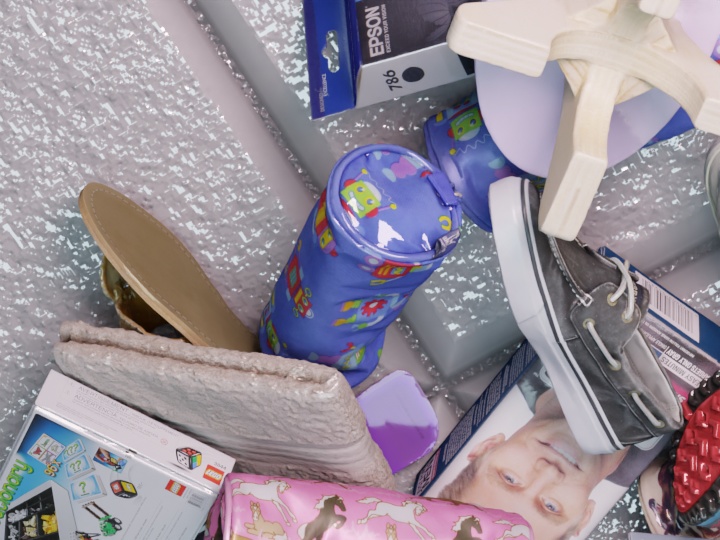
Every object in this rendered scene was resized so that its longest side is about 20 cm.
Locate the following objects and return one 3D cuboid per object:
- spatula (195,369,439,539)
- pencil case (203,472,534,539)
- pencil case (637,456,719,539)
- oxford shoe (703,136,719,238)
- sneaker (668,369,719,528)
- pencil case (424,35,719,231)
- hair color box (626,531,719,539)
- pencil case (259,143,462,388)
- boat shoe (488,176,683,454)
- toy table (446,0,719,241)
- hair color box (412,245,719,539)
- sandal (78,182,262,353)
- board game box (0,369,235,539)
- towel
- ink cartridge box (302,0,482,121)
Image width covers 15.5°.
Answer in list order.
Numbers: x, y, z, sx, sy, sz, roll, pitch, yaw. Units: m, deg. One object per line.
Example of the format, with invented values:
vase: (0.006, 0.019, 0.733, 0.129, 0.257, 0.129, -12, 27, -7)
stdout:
spatula: (-0.041, 0.131, 1.672, 0.200, 0.021, 0.057, -29, 101, 18)
pencil case: (0.007, 0.172, 1.562, 0.199, 0.083, 0.087, 7, 93, -13)
pencil case: (0.266, 0.121, 1.594, 0.200, 0.090, 0.078, -25, 120, 18)
oxford shoe: (0.251, 0.002, 1.542, 0.075, 0.058, 0.200, -23, 130, 8)
sneaker: (0.256, 0.081, 1.519, 0.095, 0.079, 0.200, 17, 124, -26)
pencil case: (0.137, -0.095, 1.520, 0.200, 0.078, 0.087, -28, 139, 16)
hair color box: (0.250, 0.218, 1.586, 0.199, 0.061, 0.099, 5, 132, -7)
pencil case: (0.000, 0.000, 1.534, 0.087, 0.078, 0.200, -12, 158, -22)
boat shoe: (0.131, 0.020, 1.505, 0.071, 0.072, 0.200, -15, 129, 18)
toy table: (0.132, -0.117, 1.386, 0.183, 0.117, 0.201, 7, 119, -4)
hair color box: (0.127, 0.095, 1.617, 0.100, 0.061, 0.200, 34, 113, -7)
sandal: (-0.111, 0.041, 1.617, 0.212, 0.078, 0.070, 40, 117, -17)
board game box: (-0.170, 0.155, 1.652, 0.126, 0.035, 0.200, 27, 136, -5)
towel: (-0.085, 0.089, 1.597, 0.199, 0.035, 0.133, 8, 149, 23)
ink cartridge box: (0.056, -0.156, 1.498, 0.199, 0.100, 0.039, -17, 142, 13)
